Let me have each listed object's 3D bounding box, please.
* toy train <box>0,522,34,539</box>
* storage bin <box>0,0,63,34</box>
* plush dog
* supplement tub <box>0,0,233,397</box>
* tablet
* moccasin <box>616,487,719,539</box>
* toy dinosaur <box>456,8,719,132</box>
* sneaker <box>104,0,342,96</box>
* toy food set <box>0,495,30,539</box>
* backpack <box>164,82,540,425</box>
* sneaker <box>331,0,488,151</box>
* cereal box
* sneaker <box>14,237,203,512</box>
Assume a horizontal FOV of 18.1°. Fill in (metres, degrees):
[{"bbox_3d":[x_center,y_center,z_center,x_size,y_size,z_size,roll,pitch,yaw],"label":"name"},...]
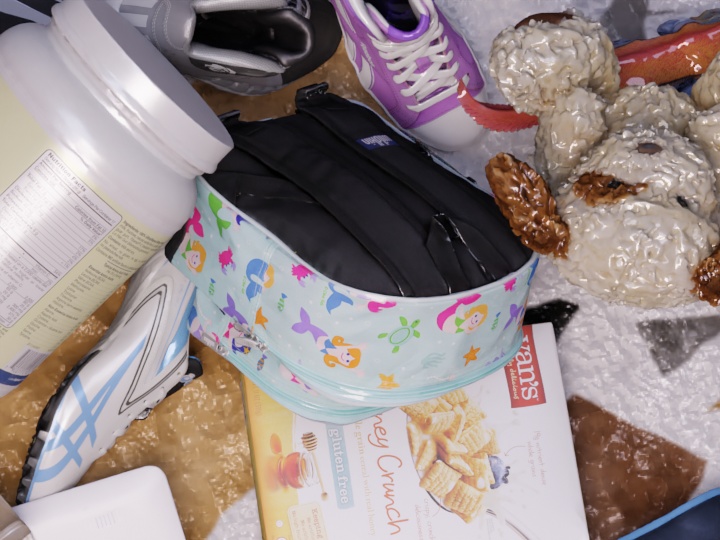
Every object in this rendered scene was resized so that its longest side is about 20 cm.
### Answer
[{"bbox_3d":[-0.226,0.255,1.317,0.150,0.056,0.200,34,93,-9],"label":"toy train"},{"bbox_3d":[-0.222,-0.101,1.389,0.135,0.094,0.201,26,79,1],"label":"storage bin"},{"bbox_3d":[0.158,-0.042,1.290,0.199,0.161,0.172,11,35,7],"label":"plush dog"},{"bbox_3d":[-0.182,-0.043,1.245,0.200,0.145,0.145,-44,85,6],"label":"supplement tub"},{"bbox_3d":[-0.195,0.205,1.348,0.199,0.014,0.131,-17,98,-2],"label":"tablet"},{"bbox_3d":[0.162,0.203,1.368,0.199,0.081,0.068,-30,71,-8],"label":"moccasin"},{"bbox_3d":[0.194,-0.113,1.395,0.181,0.200,0.105,-31,76,32],"label":"toy dinosaur"},{"bbox_3d":[-0.055,-0.138,1.357,0.200,0.115,0.075,-6,103,-48],"label":"sneaker"},{"bbox_3d":[-0.302,0.133,1.321,0.143,0.060,0.200,-39,55,-11],"label":"toy food set"},{"bbox_3d":[0.000,0.000,1.320,0.177,0.151,0.200,-19,38,-41],"label":"backpack"},{"bbox_3d":[0.027,-0.137,1.370,0.072,0.114,0.201,-32,120,4],"label":"sneaker"},{"bbox_3d":[0.033,0.116,1.395,0.199,0.040,0.145,-8,79,-6],"label":"cereal box"},{"bbox_3d":[-0.143,0.070,1.376,0.072,0.072,0.200,34,82,-6],"label":"sneaker"}]
